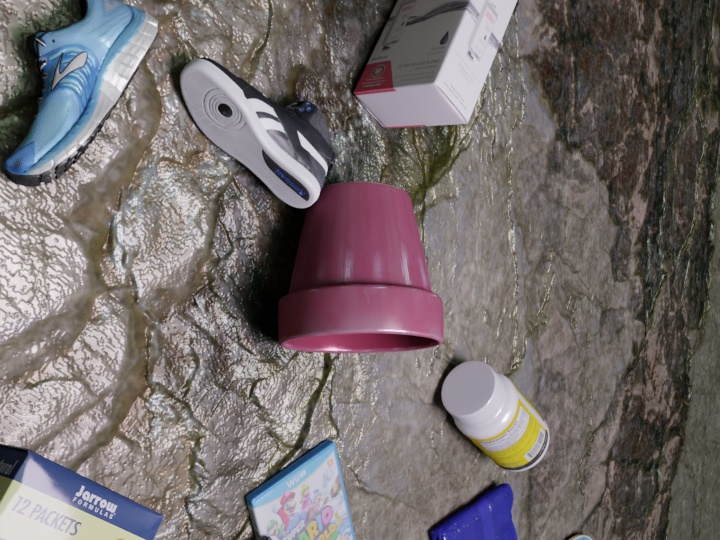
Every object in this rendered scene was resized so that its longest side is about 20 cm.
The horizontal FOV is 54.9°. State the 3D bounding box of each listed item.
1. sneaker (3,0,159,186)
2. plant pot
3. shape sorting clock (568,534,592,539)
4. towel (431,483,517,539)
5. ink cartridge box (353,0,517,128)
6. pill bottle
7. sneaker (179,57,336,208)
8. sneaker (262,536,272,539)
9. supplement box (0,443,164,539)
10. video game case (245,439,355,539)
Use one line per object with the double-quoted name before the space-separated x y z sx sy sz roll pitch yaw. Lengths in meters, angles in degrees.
"sneaker" -0.267 -0.166 0.626 0.089 0.078 0.202 32 69 -23
"plant pot" 0.000 0.000 0.830 0.199 0.198 0.182 13 71 -45
"shape sorting clock" 0.448 0.659 1.462 0.198 0.039 0.203 -8 101 -44
"towel" 0.194 0.466 1.181 0.198 0.049 0.150 -15 99 -42
"ink cartridge box" 0.098 -0.293 0.902 0.083 0.145 0.202 37 69 -41
"pill bottle" 0.218 0.234 1.120 0.200 0.113 0.115 46 64 -38
"sneaker" -0.108 -0.174 0.780 0.200 0.073 0.113 47 44 -28
"sneaker" -0.088 0.395 0.782 0.075 0.200 0.115 -29 113 3
"supplement box" -0.296 0.247 0.530 0.134 0.198 0.202 46 54 -39
"video game case" -0.070 0.346 0.916 0.142 0.018 0.203 -26 113 -39
